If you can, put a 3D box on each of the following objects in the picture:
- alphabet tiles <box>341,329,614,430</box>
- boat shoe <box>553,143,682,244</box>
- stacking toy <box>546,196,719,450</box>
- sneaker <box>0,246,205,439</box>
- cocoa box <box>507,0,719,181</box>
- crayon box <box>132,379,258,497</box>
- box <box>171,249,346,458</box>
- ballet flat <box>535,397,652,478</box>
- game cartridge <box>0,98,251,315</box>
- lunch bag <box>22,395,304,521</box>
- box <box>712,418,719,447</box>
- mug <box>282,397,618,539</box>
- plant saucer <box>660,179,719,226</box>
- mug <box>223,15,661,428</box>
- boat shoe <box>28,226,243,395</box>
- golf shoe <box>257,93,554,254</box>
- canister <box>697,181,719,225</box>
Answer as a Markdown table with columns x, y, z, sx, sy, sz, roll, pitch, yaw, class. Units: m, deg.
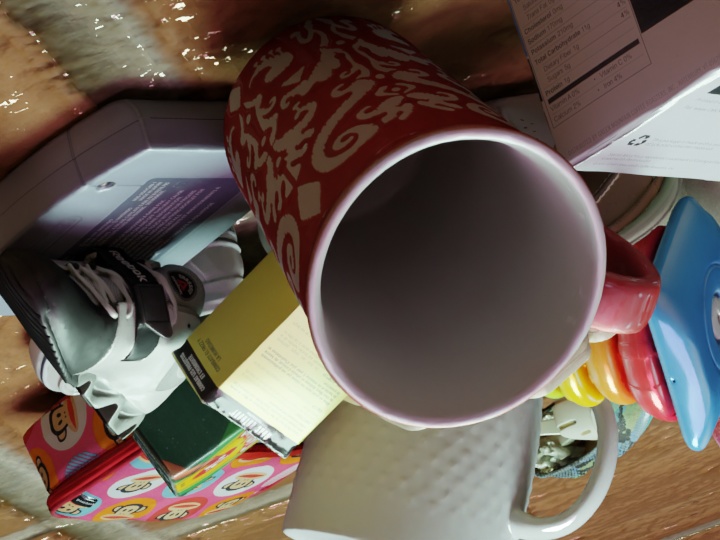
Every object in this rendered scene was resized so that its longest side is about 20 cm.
| x | y | z | sx | sy | sz | roll | pitch | yaw | class |
| --- | --- | --- | --- | --- | --- | --- | --- | --- | --- |
| 0.055 | 0.007 | 1.345 | 0.195 | 0.199 | 0.015 | -39 | 129 | -27 | alphabet tiles |
| 0.128 | -0.070 | 1.256 | 0.075 | 0.072 | 0.200 | -7 | -150 | 42 | boat shoe |
| 0.108 | 0.034 | 1.409 | 0.199 | 0.117 | 0.110 | -6 | -146 | 26 | stacking toy |
| -0.128 | 0.018 | 1.288 | 0.088 | 0.074 | 0.200 | -36 | 161 | -2 | sneaker |
| 0.177 | -0.127 | 1.139 | 0.199 | 0.132 | 0.133 | 1 | 154 | -47 | cocoa box |
| -0.043 | 0.051 | 1.471 | 0.199 | 0.051 | 0.127 | -37 | 173 | -7 | crayon box |
| 0.000 | 0.000 | 1.277 | 0.200 | 0.050 | 0.075 | -46 | 132 | 8 | box |
| 0.176 | 0.123 | 2.001 | 0.074 | 0.075 | 0.200 | -11 | 159 | -21 | ballet flat |
| -0.127 | -0.032 | 1.289 | 0.132 | 0.041 | 0.200 | -6 | 159 | -42 | game cartridge |
| -0.101 | 0.095 | 1.631 | 0.176 | 0.082 | 0.199 | -35 | 158 | 33 | lunch bag |
| 0.273 | 0.060 | 1.567 | 0.094 | 0.103 | 0.200 | -35 | 166 | 18 | box |
| 0.066 | 0.104 | 1.574 | 0.199 | 0.177 | 0.148 | 10 | 167 | 24 | mug |
| 0.184 | -0.035 | 1.418 | 0.199 | 0.032 | 0.201 | 17 | 139 | 15 | plant saucer |
| 0.026 | -0.020 | 1.132 | 0.133 | 0.200 | 0.178 | -44 | 119 | 3 | mug |
| -0.125 | 0.037 | 1.443 | 0.072 | 0.066 | 0.200 | -2 | 156 | -42 | boat shoe |
| 0.039 | -0.053 | 1.328 | 0.199 | 0.076 | 0.092 | -19 | 158 | -2 | golf shoe |
| 0.216 | -0.034 | 1.536 | 0.148 | 0.087 | 0.200 | -8 | 158 | -30 | canister |
